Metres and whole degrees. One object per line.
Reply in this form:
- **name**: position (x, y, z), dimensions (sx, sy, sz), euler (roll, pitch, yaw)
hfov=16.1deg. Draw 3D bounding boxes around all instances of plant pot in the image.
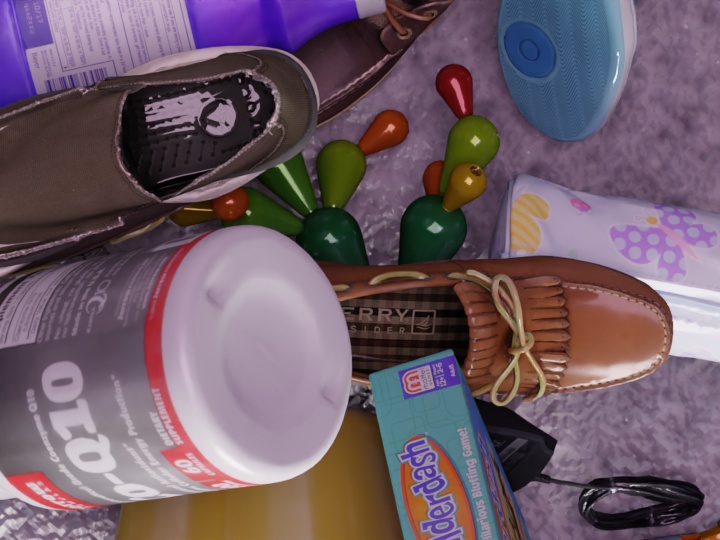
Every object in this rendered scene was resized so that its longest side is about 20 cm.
- **plant pot**: position (-0.046, 0.169, 1.250), dimensions (0.199, 0.201, 0.190), euler (0, 75, -3)

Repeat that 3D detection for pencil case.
- **pencil case**: position (0.160, 0.005, 1.299), dimensions (0.199, 0.091, 0.084), euler (9, 90, -4)

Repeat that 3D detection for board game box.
- **board game box**: position (0.059, 0.154, 1.194), dimensions (0.045, 0.200, 0.153), euler (-16, 54, 5)

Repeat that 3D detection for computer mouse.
- **computer mouse**: position (0.096, 0.095, 1.286), dimensions (0.199, 0.034, 0.059), euler (19, 133, -37)

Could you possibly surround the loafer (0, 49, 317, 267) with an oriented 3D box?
- **loafer**: position (-0.117, -0.057, 1.161), dimensions (0.199, 0.070, 0.076), euler (-21, 88, -1)

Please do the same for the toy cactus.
- **toy cactus**: position (0.000, 0.000, 1.281), dimensions (0.199, 0.102, 0.166), euler (-30, 85, -10)

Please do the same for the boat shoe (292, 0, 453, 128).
- **boat shoe**: position (0.018, -0.152, 1.298), dimensions (0.200, 0.072, 0.072), euler (-43, 93, -2)

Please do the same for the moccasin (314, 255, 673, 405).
- **moccasin**: position (0.051, 0.028, 1.213), dimensions (0.200, 0.078, 0.074), euler (8, 106, -7)

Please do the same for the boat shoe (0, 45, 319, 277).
- **boat shoe**: position (-0.114, -0.051, 1.226), dimensions (0.199, 0.060, 0.072), euler (-26, 88, -1)

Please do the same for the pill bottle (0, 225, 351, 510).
- **pill bottle**: position (-0.111, 0.050, 1.169), dimensions (0.199, 0.114, 0.115), euler (-12, 92, 41)

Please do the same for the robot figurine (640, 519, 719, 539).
- **robot figurine**: position (0.125, 0.211, 1.315), dimensions (0.199, 0.058, 0.146), euler (-24, 89, -3)

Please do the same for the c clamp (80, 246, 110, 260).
- **c clamp**: position (-0.148, 0.009, 1.289), dimensions (0.171, 0.027, 0.201), euler (-35, 102, -32)

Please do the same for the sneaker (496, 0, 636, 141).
- **sneaker**: position (0.134, -0.173, 1.304), dimensions (0.079, 0.130, 0.201), euler (22, 128, 28)

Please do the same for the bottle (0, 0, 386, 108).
- **bottle**: position (-0.088, -0.130, 1.248), dimensions (0.199, 0.065, 0.084), euler (-12, 105, 2)
